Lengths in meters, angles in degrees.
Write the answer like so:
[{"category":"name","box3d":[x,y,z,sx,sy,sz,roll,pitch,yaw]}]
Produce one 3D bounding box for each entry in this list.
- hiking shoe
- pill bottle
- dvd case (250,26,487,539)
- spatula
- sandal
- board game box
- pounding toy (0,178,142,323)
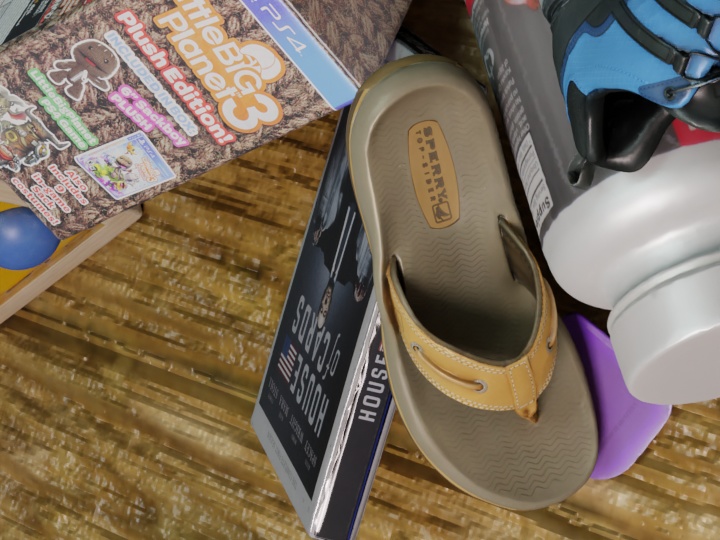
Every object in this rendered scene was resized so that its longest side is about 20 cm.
[{"category":"hiking shoe","box3d":[0.133,-0.092,0.802,0.200,0.074,0.087,151,118,-62]},{"category":"pill bottle","box3d":[0.115,-0.053,0.935,0.111,0.110,0.201,-32,62,33]},{"category":"dvd case","box3d":[0.000,0.000,1.026,0.150,0.025,0.201,-129,55,-71]},{"category":"spatula","box3d":[0.062,0.009,1.030,0.057,0.020,0.200,-56,50,25]},{"category":"sandal","box3d":[0.047,0.013,0.933,0.054,0.080,0.201,39,149,64]},{"category":"board game box","box3d":[-0.075,-0.127,1.081,0.199,0.097,0.160,-22,31,38]},{"category":"pounding toy","box3d":[-0.246,-0.024,1.192,0.184,0.199,0.143,-34,61,32]}]
